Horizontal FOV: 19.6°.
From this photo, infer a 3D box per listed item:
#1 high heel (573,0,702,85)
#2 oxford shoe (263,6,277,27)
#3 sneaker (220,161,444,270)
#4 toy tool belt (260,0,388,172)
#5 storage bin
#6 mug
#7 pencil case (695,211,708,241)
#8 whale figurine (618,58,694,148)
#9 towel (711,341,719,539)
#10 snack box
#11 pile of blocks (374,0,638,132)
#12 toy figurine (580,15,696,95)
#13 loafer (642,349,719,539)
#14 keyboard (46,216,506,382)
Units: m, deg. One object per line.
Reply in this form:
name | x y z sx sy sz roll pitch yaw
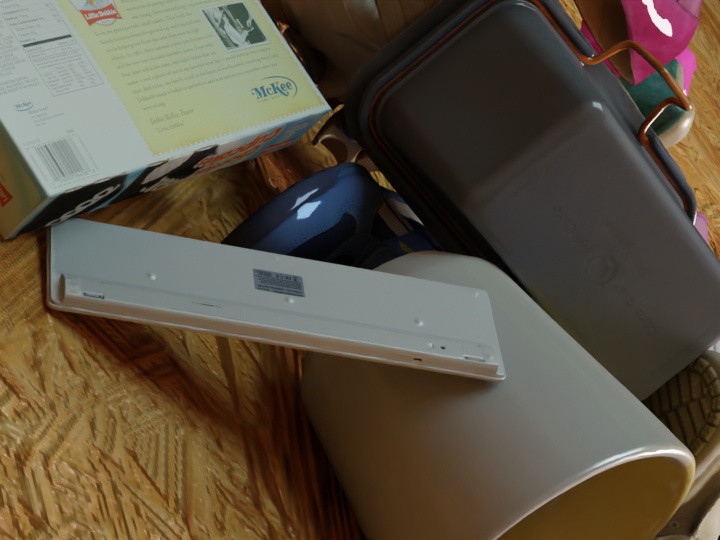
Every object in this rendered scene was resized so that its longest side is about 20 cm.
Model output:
high heel | 0.109 -0.150 1.090 0.200 0.096 0.067 2 33 -49
oxford shoe | -0.066 -0.101 1.084 0.073 0.071 0.200 55 17 -15
sneaker | 0.000 0.000 1.064 0.082 0.074 0.200 62 20 17
toy tool belt | 0.027 -0.103 1.174 0.125 0.123 0.200 -44 104 -34
storage bin | 0.110 -0.037 1.038 0.200 0.146 0.134 49 5 -32
mug | 0.052 0.081 0.977 0.153 0.149 0.187 54 -7 27
pencil case | 0.173 0.059 1.267 0.087 0.087 0.200 25 60 -57
whale figurine | 0.106 -0.055 1.230 0.104 0.200 0.159 36 26 -18
towel | 0.213 0.094 1.425 0.166 0.086 0.200 54 16 -7
snack box | -0.109 -0.091 0.914 0.200 0.037 0.116 -23 77 -53
pile of blocks | 0.071 -0.113 1.105 0.200 0.082 0.062 42 15 -30
toy figurine | 0.156 -0.116 1.488 0.150 0.184 0.200 54 17 0
loafer | 0.165 0.106 1.097 0.068 0.200 0.076 4 57 -19
keyboard | -0.034 0.012 0.882 0.200 0.011 0.056 10 34 -17
